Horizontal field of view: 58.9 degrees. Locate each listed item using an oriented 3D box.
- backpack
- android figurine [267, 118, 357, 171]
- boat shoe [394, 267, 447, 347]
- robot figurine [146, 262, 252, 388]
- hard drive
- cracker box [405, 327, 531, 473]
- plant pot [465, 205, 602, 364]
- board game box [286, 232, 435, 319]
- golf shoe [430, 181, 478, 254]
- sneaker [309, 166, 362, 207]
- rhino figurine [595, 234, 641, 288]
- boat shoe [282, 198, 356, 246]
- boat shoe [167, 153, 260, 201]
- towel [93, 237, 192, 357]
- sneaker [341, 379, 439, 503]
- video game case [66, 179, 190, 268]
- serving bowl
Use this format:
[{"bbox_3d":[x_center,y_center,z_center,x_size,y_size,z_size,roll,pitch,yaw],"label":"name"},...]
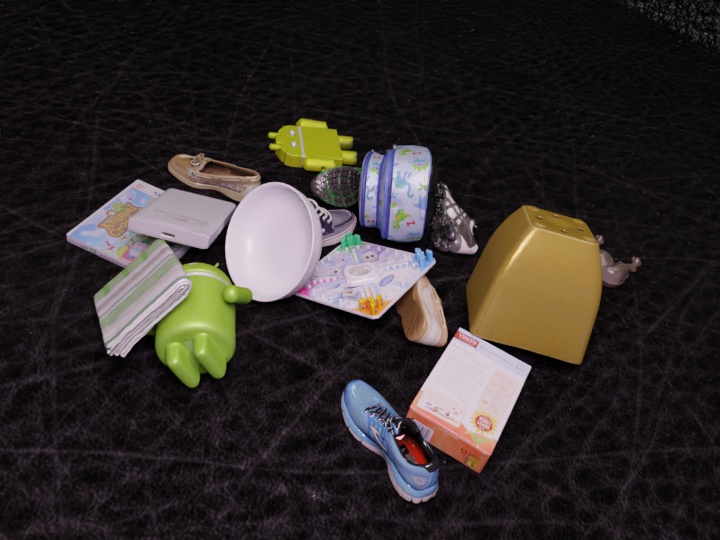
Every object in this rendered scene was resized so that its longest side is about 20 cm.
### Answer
[{"bbox_3d":[0.069,-0.143,1.194,0.146,0.185,0.200,4,10,1],"label":"backpack"},{"bbox_3d":[-0.109,-0.280,1.436,0.198,0.041,0.183,5,43,-14],"label":"android figurine"},{"bbox_3d":[0.108,0.064,1.117,0.069,0.074,0.201,28,30,-21],"label":"boat shoe"},{"bbox_3d":[-0.247,0.073,0.962,0.174,0.116,0.201,-20,45,8],"label":"robot figurine"},{"bbox_3d":[-0.303,-0.094,1.108,0.131,0.027,0.200,14,21,-3],"label":"hard drive"},{"bbox_3d":[0.170,0.196,0.996,0.133,0.058,0.200,29,44,15],"label":"cracker box"},{"bbox_3d":[0.306,0.006,1.096,0.194,0.201,0.195,15,25,0],"label":"plant pot"},{"bbox_3d":[0.000,0.000,1.126,0.199,0.026,0.200,15,38,33],"label":"board game box"},{"bbox_3d":[0.188,-0.101,1.319,0.094,0.078,0.201,19,41,-22],"label":"golf shoe"},{"bbox_3d":[-0.032,-0.170,1.287,0.085,0.079,0.199,5,10,39],"label":"sneaker"},{"bbox_3d":[0.470,-0.034,1.326,0.199,0.060,0.087,35,56,25],"label":"rhino figurine"},{"bbox_3d":[-0.082,-0.097,1.205,0.199,0.093,0.075,-27,52,-37],"label":"boat shoe"},{"bbox_3d":[-0.290,-0.199,1.278,0.198,0.063,0.074,18,43,4],"label":"boat shoe"},{"bbox_3d":[-0.326,0.034,0.950,0.149,0.031,0.200,-42,33,-6],"label":"towel"},{"bbox_3d":[0.049,0.224,0.907,0.078,0.090,0.200,-22,53,-34],"label":"sneaker"},{"bbox_3d":[-0.388,-0.078,1.153,0.181,0.022,0.200,23,43,9],"label":"video game case"},{"bbox_3d":[-0.139,-0.045,1.088,0.200,0.201,0.066,45,19,29],"label":"serving bowl"}]
